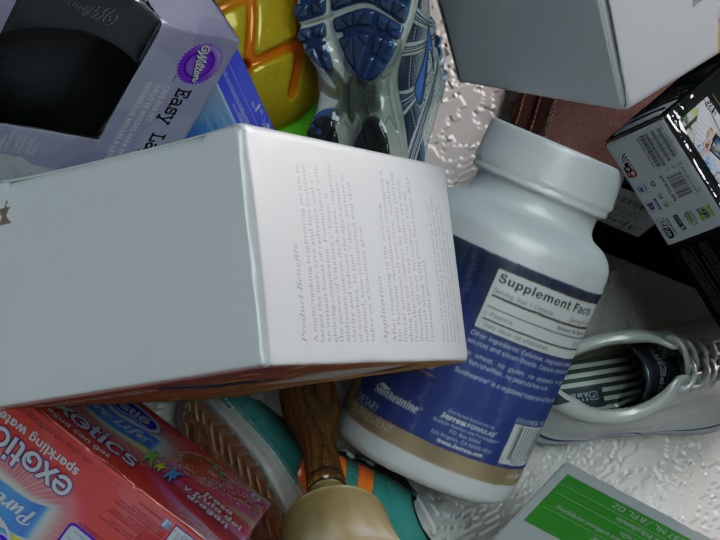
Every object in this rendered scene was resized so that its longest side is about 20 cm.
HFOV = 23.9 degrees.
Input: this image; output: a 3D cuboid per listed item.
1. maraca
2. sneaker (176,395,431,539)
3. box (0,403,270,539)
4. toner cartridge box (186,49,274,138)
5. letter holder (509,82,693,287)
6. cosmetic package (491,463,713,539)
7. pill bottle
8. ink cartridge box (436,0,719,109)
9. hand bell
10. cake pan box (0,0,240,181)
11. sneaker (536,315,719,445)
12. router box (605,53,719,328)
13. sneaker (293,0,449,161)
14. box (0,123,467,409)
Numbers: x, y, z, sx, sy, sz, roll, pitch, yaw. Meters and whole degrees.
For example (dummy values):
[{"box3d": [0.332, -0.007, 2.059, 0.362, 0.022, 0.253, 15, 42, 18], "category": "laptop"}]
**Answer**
[{"box3d": [-0.069, -0.132, 1.021, 0.200, 0.107, 0.137, 34, 64, -15], "category": "maraca"}, {"box3d": [-0.021, 0.133, 0.974, 0.200, 0.071, 0.080, 47, 47, 9], "category": "sneaker"}, {"box3d": [-0.161, 0.113, 0.897, 0.200, 0.095, 0.103, 37, 104, 2], "category": "box"}, {"box3d": [-0.110, -0.093, 0.950, 0.200, 0.095, 0.043, 65, 26, -25], "category": "toner cartridge box"}, {"box3d": [0.203, -0.083, 1.081, 0.200, 0.101, 0.142, 22, 67, -8], "category": "letter holder"}, {"box3d": [0.097, 0.210, 0.921, 0.107, 0.085, 0.200, 26, 44, 27], "category": "cosmetic package"}, {"box3d": [0.073, 0.021, 0.966, 0.111, 0.111, 0.200, 22, 96, -7], "category": "pill bottle"}, {"box3d": [0.154, -0.204, 0.977, 0.200, 0.147, 0.146, -31, 119, -28], "category": "ink cartridge box"}, {"box3d": [-0.020, 0.109, 0.900, 0.104, 0.104, 0.200, 3, 36, -14], "category": "hand bell"}, {"box3d": [-0.179, -0.073, 0.853, 0.184, 0.200, 0.052, 6, 38, -44], "category": "cake pan box"}, {"box3d": [0.191, 0.067, 1.044, 0.200, 0.071, 0.073, -13, 77, -19], "category": "sneaker"}, {"box3d": [0.245, -0.030, 0.969, 0.149, 0.051, 0.200, -38, 99, -37], "category": "router box"}, {"box3d": [0.011, -0.126, 0.988, 0.077, 0.085, 0.201, 15, 109, 26], "category": "sneaker"}, {"box3d": [-0.061, 0.004, 0.831, 0.200, 0.152, 0.107, 4, 78, -61], "category": "box"}]
